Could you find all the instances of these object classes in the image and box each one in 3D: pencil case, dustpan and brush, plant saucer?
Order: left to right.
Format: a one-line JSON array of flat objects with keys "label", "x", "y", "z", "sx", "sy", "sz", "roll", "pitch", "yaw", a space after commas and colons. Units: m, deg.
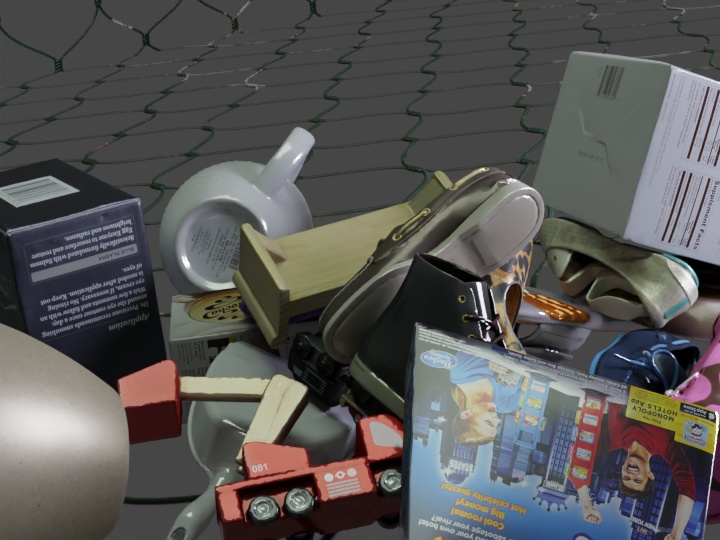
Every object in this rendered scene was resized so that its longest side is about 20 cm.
[{"label": "dustpan and brush", "x": -0.087, "y": 0.136, "z": 0.942, "sx": 0.138, "sy": 0.058, "sz": 0.200, "roll": 23, "pitch": 26, "yaw": 15}, {"label": "plant saucer", "x": 0.312, "y": 0.021, "z": 1.138, "sx": 0.197, "sy": 0.033, "sz": 0.200, "roll": 4, "pitch": 15, "yaw": -1}, {"label": "pencil case", "x": 0.263, "y": 0.087, "z": 0.896, "sx": 0.091, "sy": 0.094, "sz": 0.200, "roll": -46, "pitch": -5, "yaw": 36}]

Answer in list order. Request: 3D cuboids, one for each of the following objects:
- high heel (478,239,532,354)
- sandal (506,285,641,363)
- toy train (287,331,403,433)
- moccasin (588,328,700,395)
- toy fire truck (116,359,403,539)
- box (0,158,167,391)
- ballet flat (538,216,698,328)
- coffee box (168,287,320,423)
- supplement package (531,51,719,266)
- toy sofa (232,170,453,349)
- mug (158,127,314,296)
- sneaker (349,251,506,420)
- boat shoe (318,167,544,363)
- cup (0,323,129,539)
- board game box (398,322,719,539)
[{"label": "high heel", "x": 0.135, "y": 0.061, "z": 0.966, "sx": 0.141, "sy": 0.072, "sz": 0.201, "roll": 13, "pitch": 61, "yaw": 28}, {"label": "sandal", "x": 0.169, "y": 0.053, "z": 1.110, "sx": 0.205, "sy": 0.060, "sz": 0.079, "roll": 8, "pitch": 15, "yaw": -37}, {"label": "toy train", "x": 0.015, "y": 0.110, "z": 0.935, "sx": 0.199, "sy": 0.046, "sz": 0.034, "roll": 35, "pitch": 23, "yaw": 34}, {"label": "moccasin", "x": 0.216, "y": 0.083, "z": 0.959, "sx": 0.067, "sy": 0.082, "sz": 0.200, "roll": -4, "pitch": 19, "yaw": 24}, {"label": "toy fire truck", "x": -0.062, "y": 0.121, "z": 0.883, "sx": 0.197, "sy": 0.049, "sz": 0.142, "roll": -10, "pitch": 52, "yaw": -11}, {"label": "box", "x": -0.256, "y": 0.028, "z": 1.071, "sx": 0.116, "sy": 0.203, "sz": 0.196, "roll": -17, "pitch": 22, "yaw": -28}, {"label": "ballet flat", "x": 0.203, "y": 0.001, "z": 1.089, "sx": 0.062, "sy": 0.068, "sz": 0.199, "roll": -43, "pitch": 28, "yaw": -13}, {"label": "coffee box", "x": -0.062, "y": 0.063, "z": 1.101, "sx": 0.197, "sy": 0.081, "sz": 0.113, "roll": -8, "pitch": 19, "yaw": -4}, {"label": "supplement package", "x": 0.291, "y": -0.093, "z": 1.127, "sx": 0.198, "sy": 0.149, "sz": 0.191, "roll": 13, "pitch": 9, "yaw": -19}, {"label": "toy sofa", "x": 0.000, "y": 0.000, "z": 1.042, "sx": 0.198, "sy": 0.098, "sz": 0.083, "roll": -16, "pitch": 49, "yaw": -24}, {"label": "mug", "x": -0.108, "y": -0.051, "z": 1.222, "sx": 0.147, "sy": 0.201, "sz": 0.175, "roll": 36, "pitch": 5, "yaw": -2}, {"label": "sneaker", "x": 0.087, "y": 0.073, "z": 0.869, "sx": 0.199, "sy": 0.107, "sz": 0.075, "roll": 33, "pitch": 15, "yaw": 27}, {"label": "boat shoe", "x": 0.046, "y": -0.007, "z": 0.963, "sx": 0.199, "sy": 0.072, "sz": 0.060, "roll": -38, "pitch": 42, "yaw": -8}, {"label": "cup", "x": -0.237, "y": 0.126, "z": 0.847, "sx": 0.142, "sy": 0.203, "sz": 0.200, "roll": 6, "pitch": 11, "yaw": -30}, {"label": "board game box", "x": 0.097, "y": 0.152, "z": 0.752, "sx": 0.197, "sy": 0.062, "sz": 0.201, "roll": 16, "pitch": 55, "yaw": 7}]
